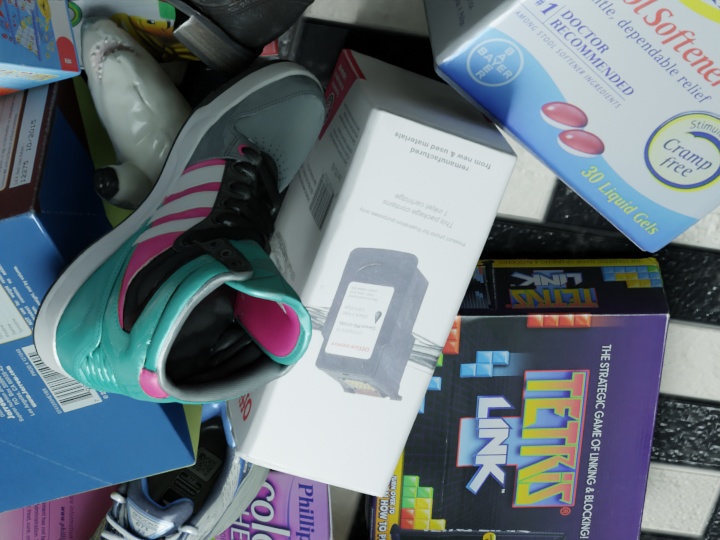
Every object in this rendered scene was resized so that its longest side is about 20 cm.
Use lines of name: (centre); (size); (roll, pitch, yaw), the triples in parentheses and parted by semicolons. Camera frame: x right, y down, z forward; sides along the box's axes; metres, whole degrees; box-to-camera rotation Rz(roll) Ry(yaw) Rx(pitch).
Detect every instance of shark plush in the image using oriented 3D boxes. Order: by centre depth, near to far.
shark plush: (-0.091, -0.057, 1.509); (0.091, 0.083, 0.200); (-44, 143, -1)

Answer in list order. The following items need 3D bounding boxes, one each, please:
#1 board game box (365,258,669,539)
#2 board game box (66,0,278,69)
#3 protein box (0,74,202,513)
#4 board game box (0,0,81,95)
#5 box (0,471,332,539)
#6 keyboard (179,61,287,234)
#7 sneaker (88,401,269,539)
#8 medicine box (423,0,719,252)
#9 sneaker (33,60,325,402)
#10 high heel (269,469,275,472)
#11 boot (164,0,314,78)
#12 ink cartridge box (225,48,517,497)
board game box: (0.089, 0.088, 1.658); (0.165, 0.057, 0.200); (0, 128, -3)
board game box: (-0.112, -0.198, 1.445); (0.126, 0.035, 0.200); (-5, 128, 0)
protein box: (-0.213, 0.019, 1.519); (0.200, 0.135, 0.199); (-15, 130, 17)
board game box: (-0.271, -0.106, 1.389); (0.196, 0.200, 0.056); (-13, 87, 18)
box: (-0.121, 0.199, 1.673); (0.200, 0.097, 0.176); (0, 150, -5)
keyboard: (-0.110, -0.037, 1.579); (0.127, 0.021, 0.200); (12, 125, -14)
sneaker: (-0.121, 0.150, 1.543); (0.077, 0.200, 0.085); (25, 162, 10)
medicine box: (0.164, -0.141, 1.468); (0.200, 0.103, 0.182); (-38, 122, 23)
sneaker: (-0.060, -0.011, 1.382); (0.200, 0.121, 0.084); (-51, 138, -13)
high heel: (-0.105, 0.075, 1.628); (0.142, 0.071, 0.200); (16, 134, -24)
boot: (-0.049, -0.197, 1.392); (0.174, 0.069, 0.200); (-34, 134, 18)
ink cartridge box: (0.000, 0.000, 1.489); (0.084, 0.145, 0.200); (19, 104, -12)
